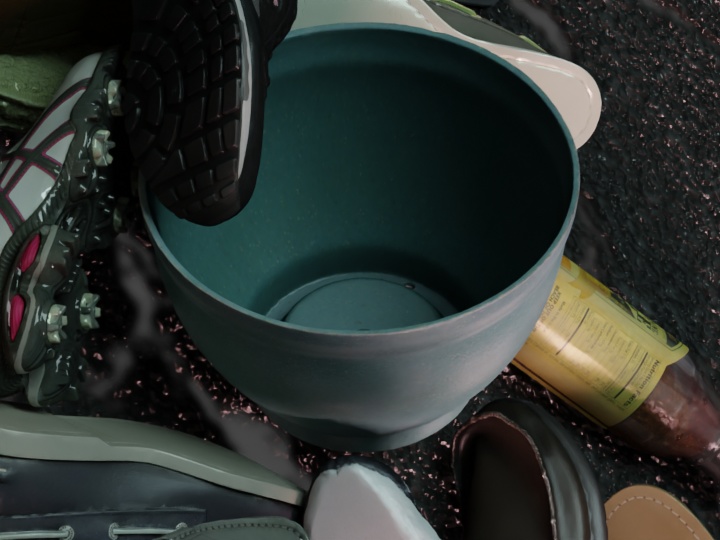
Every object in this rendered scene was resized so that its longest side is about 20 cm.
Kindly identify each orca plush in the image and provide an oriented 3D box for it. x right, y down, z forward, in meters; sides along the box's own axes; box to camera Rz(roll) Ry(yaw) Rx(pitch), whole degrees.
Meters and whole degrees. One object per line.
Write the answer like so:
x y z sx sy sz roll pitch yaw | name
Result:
0.035 0.175 1.102 0.200 0.105 0.071 56 20 3 | orca plush

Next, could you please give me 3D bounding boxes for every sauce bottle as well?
0.143 0.056 1.295 0.200 0.066 0.066 36 43 -19 | sauce bottle

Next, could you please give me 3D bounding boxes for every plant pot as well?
0.000 0.000 1.126 0.199 0.135 0.201 0 46 0 | plant pot

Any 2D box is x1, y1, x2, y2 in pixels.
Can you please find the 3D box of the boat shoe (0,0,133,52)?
-0.147 -0.148 1.134 0.199 0.074 0.067 5 48 -44 | boat shoe

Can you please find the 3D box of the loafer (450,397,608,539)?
0.079 0.152 1.158 0.071 0.073 0.201 9 56 -39 | loafer

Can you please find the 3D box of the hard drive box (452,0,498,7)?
0.037 -0.228 1.337 0.199 0.156 0.077 2 59 -41 | hard drive box

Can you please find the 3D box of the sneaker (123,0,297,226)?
-0.056 -0.112 1.089 0.087 0.076 0.201 17 57 -46 | sneaker

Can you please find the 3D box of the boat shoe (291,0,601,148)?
0.034 -0.117 1.325 0.201 0.072 0.060 19 8 -15 | boat shoe

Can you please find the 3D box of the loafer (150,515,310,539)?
-0.069 0.138 0.950 0.070 0.070 0.200 60 32 4 | loafer

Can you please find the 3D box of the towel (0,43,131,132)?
-0.188 -0.131 1.159 0.199 0.036 0.149 7 56 -37 | towel

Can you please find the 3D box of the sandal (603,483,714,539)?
0.181 0.204 1.235 0.212 0.077 0.070 59 10 0 | sandal

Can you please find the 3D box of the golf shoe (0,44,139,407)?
-0.150 -0.030 1.074 0.088 0.077 0.201 2 46 14 | golf shoe

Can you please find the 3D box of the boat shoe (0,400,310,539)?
-0.107 0.102 1.060 0.199 0.073 0.063 15 95 -41 | boat shoe
